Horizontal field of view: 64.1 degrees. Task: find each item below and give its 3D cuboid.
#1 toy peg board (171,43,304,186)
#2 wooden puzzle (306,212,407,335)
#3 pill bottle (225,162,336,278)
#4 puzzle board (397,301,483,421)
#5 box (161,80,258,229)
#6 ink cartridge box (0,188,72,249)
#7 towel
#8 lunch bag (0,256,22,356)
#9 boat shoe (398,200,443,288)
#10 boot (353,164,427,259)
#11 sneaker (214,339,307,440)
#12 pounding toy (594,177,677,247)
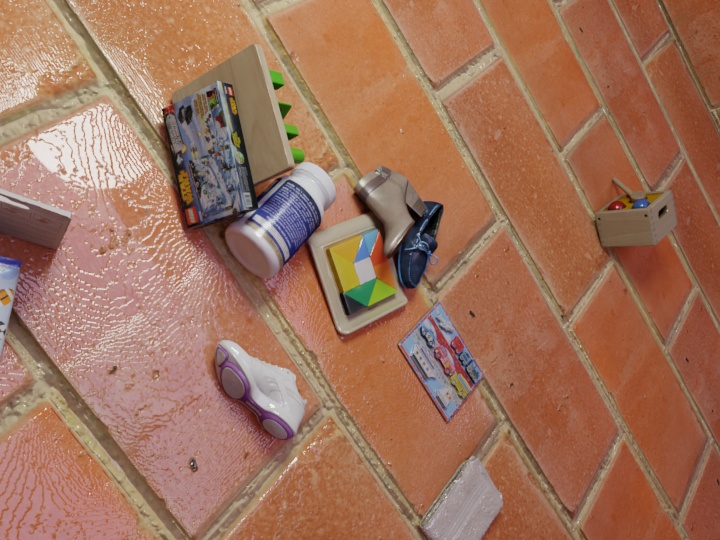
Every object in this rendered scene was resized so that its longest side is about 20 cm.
[{"bbox_3d":[-0.197,-0.236,0.979,0.097,0.195,0.205,-13,86,-61],"label":"toy peg board"},{"bbox_3d":[0.000,0.000,1.132,0.182,0.037,0.205,-23,93,-35],"label":"wooden puzzle"},{"bbox_3d":[-0.135,-0.094,1.012,0.116,0.115,0.201,48,58,-15],"label":"pill bottle"},{"bbox_3d":[0.177,0.192,1.224,0.150,0.017,0.202,-40,102,-34],"label":"puzzle board"},{"bbox_3d":[-0.246,-0.182,0.933,0.040,0.134,0.206,-14,92,-60],"label":"box"},{"bbox_3d":[-0.457,-0.090,0.739,0.158,0.198,0.051,21,68,-29],"label":"ink cartridge box"},{"bbox_3d":[0.212,0.494,1.170,0.199,0.034,0.134,-41,103,-33],"label":"towel"},{"bbox_3d":[-0.545,0.051,0.697,0.197,0.122,0.175,15,72,-39],"label":"lunch bag"},{"bbox_3d":[0.128,-0.062,1.201,0.084,0.067,0.205,34,62,-50],"label":"boat shoe"},{"bbox_3d":[0.047,-0.126,1.156,0.145,0.071,0.201,38,45,2],"label":"boot"},{"bbox_3d":[-0.167,0.188,0.969,0.201,0.074,0.100,52,39,-14],"label":"sneaker"},{"bbox_3d":[0.772,-0.173,1.626,0.198,0.182,0.146,-30,108,-34],"label":"pounding toy"}]
